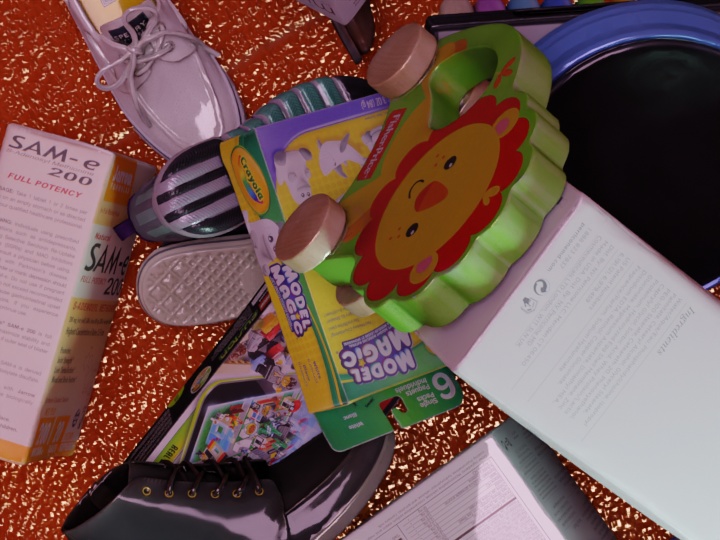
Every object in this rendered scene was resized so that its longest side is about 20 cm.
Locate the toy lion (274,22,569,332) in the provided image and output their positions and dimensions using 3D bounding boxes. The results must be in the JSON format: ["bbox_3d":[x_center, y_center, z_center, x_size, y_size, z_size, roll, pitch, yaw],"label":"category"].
[{"bbox_3d":[0.050,-0.055,1.416,0.069,0.192,0.200,38,65,-26],"label":"toy lion"}]

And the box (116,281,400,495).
[{"bbox_3d":[-0.072,0.113,1.597,0.110,0.035,0.200,35,99,-20],"label":"box"}]

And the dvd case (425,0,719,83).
[{"bbox_3d":[0.138,-0.096,1.565,0.199,0.018,0.143,-5,119,-6],"label":"dvd case"}]

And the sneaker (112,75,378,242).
[{"bbox_3d":[-0.063,-0.068,1.595,0.200,0.087,0.075,-20,91,-37],"label":"sneaker"}]

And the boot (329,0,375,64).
[{"bbox_3d":[0.055,-0.244,1.613,0.199,0.064,0.187,-16,85,1],"label":"boot"}]

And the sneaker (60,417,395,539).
[{"bbox_3d":[-0.079,0.135,1.543,0.200,0.075,0.106,-39,109,0],"label":"sneaker"}]

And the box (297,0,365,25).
[{"bbox_3d":[-0.009,-0.277,1.505,0.097,0.176,0.200,29,81,21],"label":"box"}]

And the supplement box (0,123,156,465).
[{"bbox_3d":[-0.200,0.016,1.599,0.073,0.126,0.201,16,91,8],"label":"supplement box"}]

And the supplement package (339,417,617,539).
[{"bbox_3d":[0.089,0.214,1.543,0.151,0.152,0.200,-36,85,11],"label":"supplement package"}]

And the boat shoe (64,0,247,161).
[{"bbox_3d":[-0.141,-0.149,1.617,0.074,0.086,0.202,-30,85,5],"label":"boat shoe"}]

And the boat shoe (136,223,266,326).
[{"bbox_3d":[-0.044,-0.001,1.615,0.199,0.062,0.075,-4,105,-8],"label":"boat shoe"}]

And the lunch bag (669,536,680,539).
[{"bbox_3d":[0.285,0.177,1.519,0.200,0.170,0.124,-33,91,4],"label":"lunch bag"}]

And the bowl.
[{"bbox_3d":[0.173,-0.066,1.554,0.200,0.039,0.201,-4,118,-8],"label":"bowl"}]

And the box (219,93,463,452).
[{"bbox_3d":[0.000,0.000,1.540,0.117,0.048,0.200,-19,92,-36],"label":"box"}]

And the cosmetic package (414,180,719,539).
[{"bbox_3d":[0.133,0.038,1.450,0.200,0.199,0.123,35,94,-19],"label":"cosmetic package"}]

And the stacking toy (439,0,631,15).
[{"bbox_3d":[0.152,-0.139,1.595,0.199,0.085,0.086,-6,88,0],"label":"stacking toy"}]
